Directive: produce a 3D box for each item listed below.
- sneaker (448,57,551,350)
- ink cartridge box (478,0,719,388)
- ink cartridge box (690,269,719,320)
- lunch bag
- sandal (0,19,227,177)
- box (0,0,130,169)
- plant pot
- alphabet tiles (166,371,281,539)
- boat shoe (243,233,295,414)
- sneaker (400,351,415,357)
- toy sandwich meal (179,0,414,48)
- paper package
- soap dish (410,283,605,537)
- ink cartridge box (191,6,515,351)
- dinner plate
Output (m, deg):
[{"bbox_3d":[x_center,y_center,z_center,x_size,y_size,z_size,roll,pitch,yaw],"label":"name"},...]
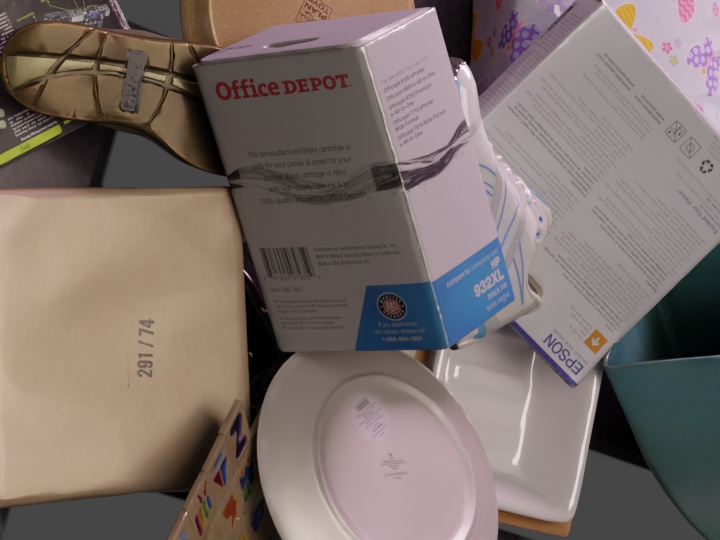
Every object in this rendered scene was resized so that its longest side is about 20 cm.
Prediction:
[{"bbox_3d":[0.081,-0.051,1.554,0.087,0.075,0.200,-16,119,-17],"label":"sneaker"},{"bbox_3d":[0.151,-0.054,1.626,0.200,0.041,0.200,-45,114,0],"label":"ink cartridge box"},{"bbox_3d":[0.341,0.017,1.844,0.176,0.045,0.200,-42,107,-26],"label":"ink cartridge box"},{"bbox_3d":[0.184,-0.148,1.718,0.200,0.127,0.170,4,85,-19],"label":"lunch bag"},{"bbox_3d":[-0.139,-0.115,1.527,0.200,0.054,0.080,14,91,-20],"label":"sandal"},{"bbox_3d":[-0.255,-0.160,1.511,0.200,0.047,0.193,-32,106,-28],"label":"box"},{"bbox_3d":[0.282,0.097,1.731,0.141,0.141,0.200,-66,143,-48],"label":"plant pot"},{"bbox_3d":[-0.073,0.166,1.501,0.200,0.008,0.167,-66,152,-47],"label":"alphabet tiles"},{"bbox_3d":[-0.055,0.065,1.602,0.066,0.070,0.200,-21,97,-25],"label":"boat shoe"},{"bbox_3d":[0.000,0.000,1.620,0.084,0.075,0.200,16,89,-36],"label":"sneaker"},{"bbox_3d":[-0.048,-0.163,1.620,0.205,0.070,0.206,4,83,-31],"label":"toy sandwich meal"},{"bbox_3d":[-0.173,0.048,1.515,0.190,0.103,0.200,-2,89,-30],"label":"paper package"},{"bbox_3d":[0.092,0.076,1.678,0.157,0.081,0.200,16,80,-29],"label":"soap dish"},{"bbox_3d":[-0.003,-0.056,1.490,0.084,0.145,0.200,-32,112,-44],"label":"ink cartridge box"},{"bbox_3d":[0.019,0.133,1.533,0.200,0.024,0.200,21,54,-32],"label":"dinner plate"}]
